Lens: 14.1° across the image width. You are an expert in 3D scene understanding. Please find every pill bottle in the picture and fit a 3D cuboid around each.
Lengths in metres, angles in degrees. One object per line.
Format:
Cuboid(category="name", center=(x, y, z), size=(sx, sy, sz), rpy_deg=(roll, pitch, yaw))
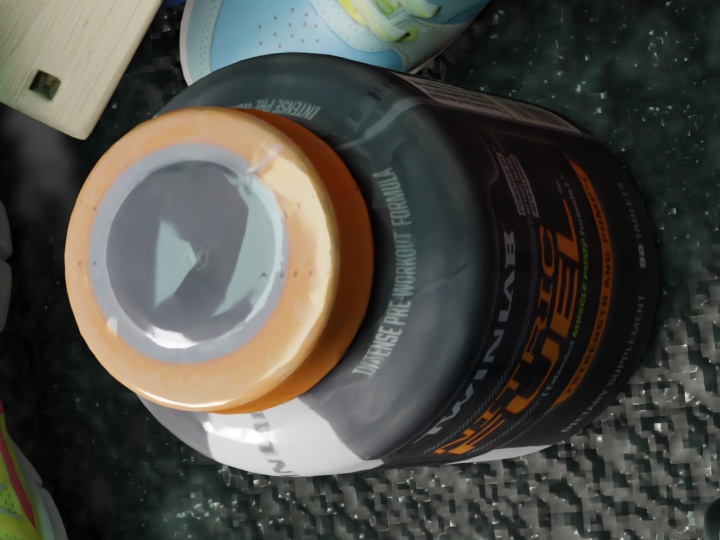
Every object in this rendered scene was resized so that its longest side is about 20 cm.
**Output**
Cuboid(category="pill bottle", center=(0.000, 0.000, 0.753), size=(0.106, 0.200, 0.106), rpy_deg=(-1, 89, 23))

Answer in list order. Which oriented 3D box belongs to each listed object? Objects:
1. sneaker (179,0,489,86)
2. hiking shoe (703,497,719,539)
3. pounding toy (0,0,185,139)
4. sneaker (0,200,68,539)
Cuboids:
Cuboid(category="sneaker", center=(0.020, -0.099, 0.780), size=(0.200, 0.131, 0.080), rpy_deg=(-41, 98, 17))
Cuboid(category="hiking shoe", center=(0.122, 0.060, 0.721), size=(0.087, 0.074, 0.200), rpy_deg=(1, 129, 25))
Cuboid(category="pounding toy", center=(-0.046, -0.164, 0.791), size=(0.142, 0.200, 0.184), rpy_deg=(26, 121, -9))
Cuboid(category="sneaker", center=(-0.139, 0.039, 0.838), size=(0.078, 0.090, 0.200), rpy_deg=(-17, 62, 6))
